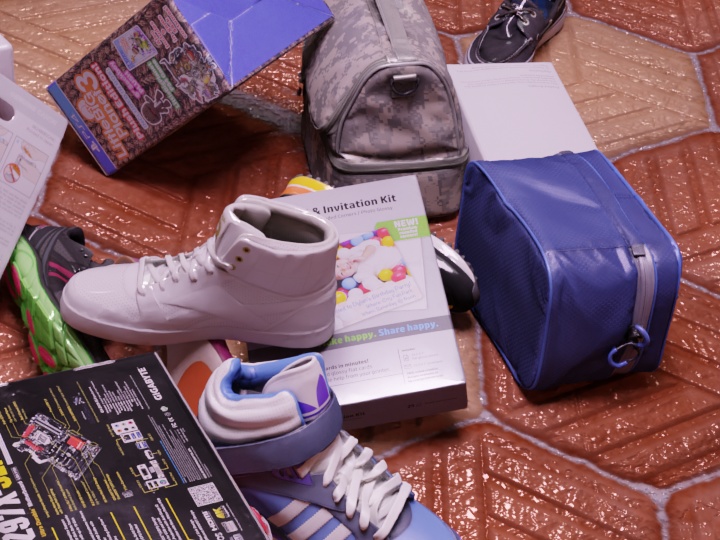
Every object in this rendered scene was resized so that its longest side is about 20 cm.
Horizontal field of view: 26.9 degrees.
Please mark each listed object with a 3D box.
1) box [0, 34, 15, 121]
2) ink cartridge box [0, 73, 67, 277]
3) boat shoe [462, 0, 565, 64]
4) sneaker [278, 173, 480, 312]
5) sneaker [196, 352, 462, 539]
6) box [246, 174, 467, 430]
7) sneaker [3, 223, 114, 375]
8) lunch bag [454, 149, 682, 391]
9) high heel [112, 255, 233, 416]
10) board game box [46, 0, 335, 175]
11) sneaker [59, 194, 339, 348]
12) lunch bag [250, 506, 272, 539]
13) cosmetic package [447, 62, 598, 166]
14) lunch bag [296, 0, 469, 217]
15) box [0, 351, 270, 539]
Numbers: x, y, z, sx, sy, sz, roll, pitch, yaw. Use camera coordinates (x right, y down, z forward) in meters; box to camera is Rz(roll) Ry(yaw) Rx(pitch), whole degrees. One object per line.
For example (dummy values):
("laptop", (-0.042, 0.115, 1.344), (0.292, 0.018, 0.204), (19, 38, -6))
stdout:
("box", (-0.360, -0.099, 1.190), (0.152, 0.200, 0.106), (-22, 48, -31))
("ink cartridge box", (-0.323, -0.062, 1.117), (0.047, 0.160, 0.200), (6, 69, 43))
("boat shoe", (0.167, -0.258, 1.568), (0.070, 0.066, 0.200), (24, 42, 21))
("sneaker", (0.000, 0.000, 1.235), (0.200, 0.070, 0.090), (28, 62, 23))
("sneaker", (-0.019, 0.128, 0.994), (0.200, 0.147, 0.081), (19, 40, 16))
("box", (-0.013, 0.026, 1.150), (0.156, 0.041, 0.200), (-9, 53, -2))
("sneaker", (-0.219, 0.023, 1.157), (0.084, 0.077, 0.200), (-12, 44, -20))
("lunch bag", (0.172, -0.002, 1.192), (0.132, 0.136, 0.200), (-9, 41, -18))
("high heel", (-0.111, 0.064, 1.144), (0.096, 0.067, 0.200), (12, 40, -52))
("board game box", (-0.150, -0.191, 1.327), (0.097, 0.200, 0.159), (55, 46, -8))
("sneaker", (-0.113, -0.007, 1.067), (0.200, 0.116, 0.074), (1, 43, -7))
("lunch bag", (-0.162, 0.190, 0.957), (0.200, 0.082, 0.176), (14, 35, 8))
("cosmetic package", (0.144, -0.106, 1.365), (0.113, 0.081, 0.200), (-2, 40, -9))
("lunch bag", (0.019, -0.164, 1.350), (0.139, 0.168, 0.200), (-1, 39, -10))
("box", (-0.164, 0.139, 0.916), (0.159, 0.049, 0.200), (-13, 40, -25))
